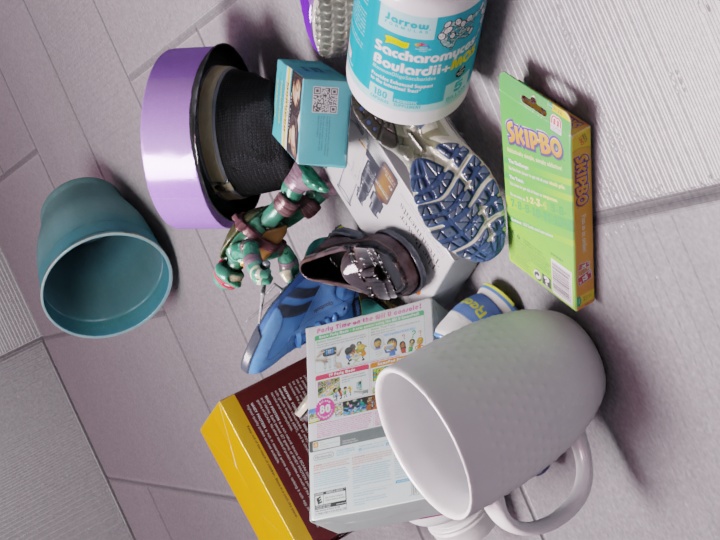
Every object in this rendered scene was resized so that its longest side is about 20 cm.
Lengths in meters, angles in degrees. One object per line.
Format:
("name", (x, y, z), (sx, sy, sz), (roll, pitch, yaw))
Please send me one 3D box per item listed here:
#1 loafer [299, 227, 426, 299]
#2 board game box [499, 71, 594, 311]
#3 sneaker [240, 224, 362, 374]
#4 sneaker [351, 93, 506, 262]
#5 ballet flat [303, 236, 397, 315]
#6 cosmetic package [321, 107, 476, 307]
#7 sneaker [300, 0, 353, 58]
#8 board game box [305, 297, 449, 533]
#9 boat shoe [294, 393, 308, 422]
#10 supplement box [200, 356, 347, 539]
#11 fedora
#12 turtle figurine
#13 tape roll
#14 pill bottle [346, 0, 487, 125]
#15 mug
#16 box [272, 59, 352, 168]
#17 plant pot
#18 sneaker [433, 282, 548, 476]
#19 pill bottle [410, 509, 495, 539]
("loafer", (0.000, 0.000, 1.617), (0.200, 0.063, 0.072), (13, 128, 66))
("board game box", (0.157, -0.069, 1.369), (0.095, 0.030, 0.201), (41, 151, 43))
("sneaker", (-0.047, 0.042, 1.721), (0.078, 0.200, 0.066), (37, 156, 7))
("sneaker", (0.074, -0.101, 1.463), (0.201, 0.077, 0.085), (59, -162, 3))
("ballet flat", (0.004, 0.042, 1.792), (0.200, 0.070, 0.071), (48, 153, 37))
("cosmetic package", (0.040, -0.070, 1.600), (0.201, 0.051, 0.151), (58, 160, 15))
("sneaker", (-0.036, -0.301, 1.508), (0.100, 0.069, 0.202), (48, 150, 49))
("board game box", (0.023, 0.143, 1.588), (0.064, 0.146, 0.202), (35, -132, -54))
("boat shoe", (-0.006, 0.126, 1.769), (0.063, 0.200, 0.073), (43, 116, 6))
("supplement box", (-0.046, 0.211, 1.892), (0.198, 0.199, 0.133), (60, 157, 9))
("fedora", (-0.110, -0.149, 1.752), (0.091, 0.201, 0.202), (0, 124, 17))
("turtle figurine", (-0.097, -0.026, 1.738), (0.101, 0.200, 0.150), (41, -163, 4))
("tape roll", (-0.175, -0.147, 1.808), (0.065, 0.201, 0.202), (1, 125, 17))
("pill bottle", (0.048, -0.222, 1.334), (0.111, 0.110, 0.201), (52, 156, 26))
("mug", (0.135, 0.138, 1.445), (0.202, 0.174, 0.147), (65, 158, -5))
("box", (-0.049, -0.157, 1.593), (0.200, 0.049, 0.083), (-129, 43, -74))
("plant pot", (-0.402, -0.034, 2.460), (0.189, 0.198, 0.201), (-117, 16, -46))
("sneaker", (0.127, 0.115, 1.564), (0.074, 0.082, 0.202), (13, 127, 60))
("pill bottle", (0.068, 0.198, 1.713), (0.201, 0.111, 0.110), (56, 163, -25))
